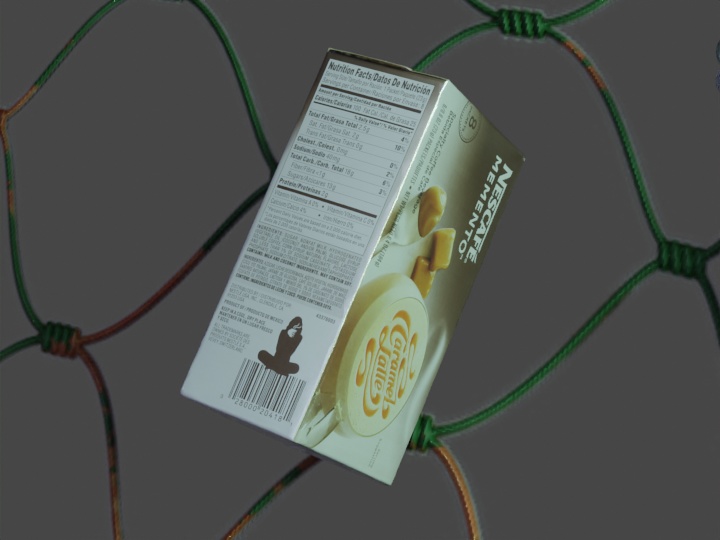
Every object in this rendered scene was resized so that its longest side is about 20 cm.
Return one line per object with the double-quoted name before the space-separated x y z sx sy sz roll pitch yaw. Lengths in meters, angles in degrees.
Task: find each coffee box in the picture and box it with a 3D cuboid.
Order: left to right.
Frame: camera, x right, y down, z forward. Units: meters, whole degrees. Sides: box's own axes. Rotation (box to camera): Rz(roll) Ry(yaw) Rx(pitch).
"coffee box" 0.000 0.000 0.875 0.080 0.114 0.200 18 81 31

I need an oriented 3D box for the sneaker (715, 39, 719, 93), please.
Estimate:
"sneaker" 0.223 -0.060 0.809 0.114 0.075 0.200 19 76 31
